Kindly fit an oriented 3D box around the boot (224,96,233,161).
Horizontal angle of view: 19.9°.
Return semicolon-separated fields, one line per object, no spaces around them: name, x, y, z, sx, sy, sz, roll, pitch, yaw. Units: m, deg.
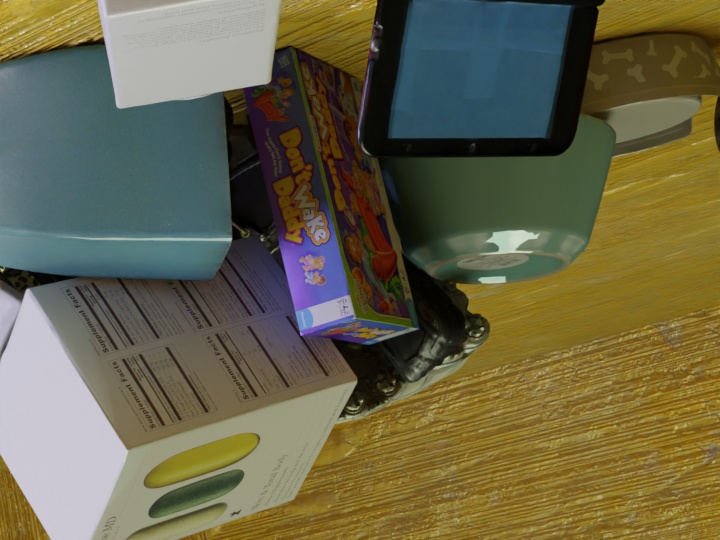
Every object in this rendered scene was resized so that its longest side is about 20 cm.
boot;-0.174;-0.052;1.531;0.200;0.070;0.132;-32;171;-12

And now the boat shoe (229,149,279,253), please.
boat shoe;-0.112;-0.023;1.572;0.201;0.072;0.061;-42;178;13

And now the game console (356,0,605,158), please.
game console;0.112;-0.152;1.306;0.199;0.119;0.172;-4;169;-41

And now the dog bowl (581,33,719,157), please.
dog bowl;0.206;-0.140;1.684;0.199;0.059;0.200;-10;170;-2

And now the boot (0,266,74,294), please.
boot;-0.257;-0.056;1.557;0.073;0.204;0.154;15;-127;39

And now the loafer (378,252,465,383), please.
loafer;0.000;0.000;1.595;0.070;0.201;0.068;-49;153;21

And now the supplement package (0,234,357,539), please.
supplement package;-0.141;0.094;1.487;0.199;0.151;0.152;-14;146;-37

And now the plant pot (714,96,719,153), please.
plant pot;0.400;-0.120;1.714;0.173;0.201;0.200;12;160;-28

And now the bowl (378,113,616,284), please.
bowl;0.108;-0.051;1.627;0.200;0.106;0.201;-4;167;-1

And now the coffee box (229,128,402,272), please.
coffee box;-0.099;0.004;1.739;0.197;0.201;0.200;-20;168;40

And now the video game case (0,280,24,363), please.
video game case;-0.361;0.049;1.496;0.200;0.183;0.023;31;-168;9

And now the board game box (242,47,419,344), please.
board game box;-0.022;-0.050;1.497;0.045;0.201;0.134;-17;170;19

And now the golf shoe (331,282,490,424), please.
golf shoe;0.010;0.088;1.638;0.199;0.078;0.097;-20;155;-24

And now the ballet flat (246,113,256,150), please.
ballet flat;-0.006;-0.108;1.653;0.199;0.047;0.067;-4;169;-40

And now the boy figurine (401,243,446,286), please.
boy figurine;-0.003;-0.047;1.852;0.199;0.125;0.064;19;-148;31

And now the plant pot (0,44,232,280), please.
plant pot;-0.196;-0.069;1.386;0.199;0.142;0.141;-3;169;-10

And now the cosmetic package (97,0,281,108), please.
cosmetic package;-0.101;-0.156;1.172;0.101;0.074;0.200;-10;173;-8
